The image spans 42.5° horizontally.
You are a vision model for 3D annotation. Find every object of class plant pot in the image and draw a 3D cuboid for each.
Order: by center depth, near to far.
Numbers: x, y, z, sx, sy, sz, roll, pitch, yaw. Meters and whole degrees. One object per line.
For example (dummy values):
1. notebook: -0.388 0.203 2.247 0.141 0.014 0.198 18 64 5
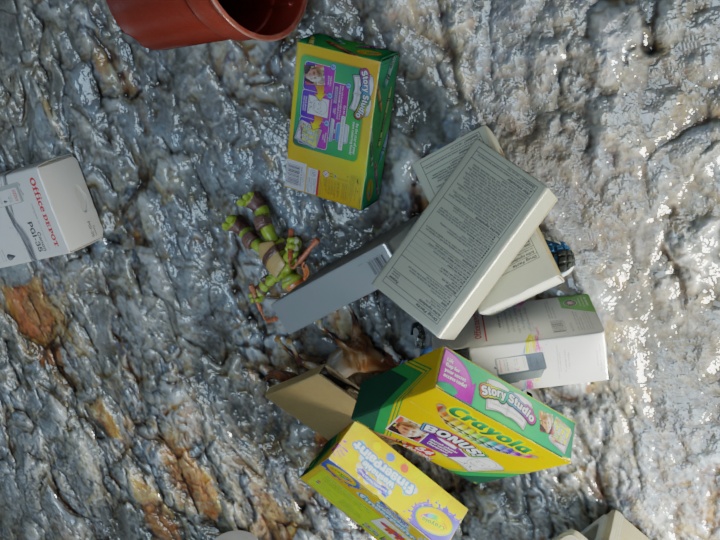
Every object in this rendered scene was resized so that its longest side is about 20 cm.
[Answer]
1. plant pot: -0.201 -0.364 1.143 0.195 0.201 0.201 -4 108 37

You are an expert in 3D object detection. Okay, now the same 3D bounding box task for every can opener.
1. can opener: 0.091 0.142 1.266 0.053 0.066 0.201 -121 33 -50

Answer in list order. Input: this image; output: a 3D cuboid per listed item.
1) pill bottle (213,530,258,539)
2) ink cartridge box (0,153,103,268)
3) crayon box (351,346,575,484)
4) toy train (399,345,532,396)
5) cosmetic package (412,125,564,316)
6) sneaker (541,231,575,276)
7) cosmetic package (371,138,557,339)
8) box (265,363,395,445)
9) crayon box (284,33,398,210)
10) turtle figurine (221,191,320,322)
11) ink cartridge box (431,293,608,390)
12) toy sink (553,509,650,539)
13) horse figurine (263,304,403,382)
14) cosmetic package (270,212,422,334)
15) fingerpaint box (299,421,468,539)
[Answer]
1. pill bottle: -0.205 0.546 1.561 0.112 0.112 0.201 9 115 25
2. ink cartridge box: -0.530 -0.093 1.484 0.199 0.083 0.147 -9 105 31
3. crayon box: 0.119 0.176 1.084 0.200 0.058 0.172 30 148 -20
4. toy train: 0.133 0.174 1.205 0.199 0.087 0.114 19 131 -10
5. cosmetic package: 0.151 -0.057 1.096 0.105 0.071 0.201 -25 77 15
6. sneaker: 0.175 0.009 1.173 0.199 0.075 0.087 -11 146 19
7. cosmetic package: 0.116 -0.032 1.028 0.103 0.073 0.200 39 99 19
8. box: -0.032 0.199 1.299 0.163 0.021 0.200 36 152 -13
9. crayon box: -0.026 -0.191 1.192 0.118 0.058 0.201 18 118 20
10. turtle figurine: -0.119 -0.032 1.294 0.161 0.064 0.200 55 141 16
11. ink cartridge box: 0.188 0.091 1.122 0.199 0.117 0.068 -7 110 7
12. toy sink: 0.323 0.408 1.225 0.200 0.112 0.130 39 123 3
13. horse figurine: -0.043 0.125 1.330 0.200 0.050 0.133 -32 110 26
14. cosmetic package: 0.000 0.000 1.202 0.200 0.151 0.052 -28 98 34
15. fingerpaint box: 0.029 0.315 1.312 0.200 0.073 0.167 38 153 0
